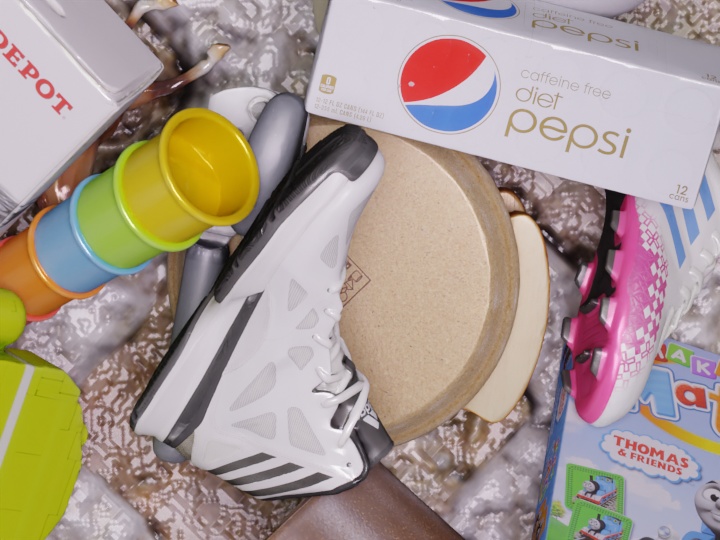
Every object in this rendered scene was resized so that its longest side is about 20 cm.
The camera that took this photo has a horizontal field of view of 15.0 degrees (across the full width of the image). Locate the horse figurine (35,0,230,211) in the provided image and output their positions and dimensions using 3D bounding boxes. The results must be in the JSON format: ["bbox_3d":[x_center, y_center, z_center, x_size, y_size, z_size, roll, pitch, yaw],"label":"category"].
[{"bbox_3d":[-0.166,-0.118,1.418,0.200,0.050,0.133,44,100,-8],"label":"horse figurine"}]

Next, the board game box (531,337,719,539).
[{"bbox_3d":[0.165,0.119,1.388,0.150,0.201,0.037,18,132,-4],"label":"board game box"}]

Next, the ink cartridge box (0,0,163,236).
[{"bbox_3d":[-0.217,-0.081,1.367,0.200,0.084,0.146,-42,94,23],"label":"ink cartridge box"}]

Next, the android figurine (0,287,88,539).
[{"bbox_3d":[-0.213,0.094,1.361,0.041,0.199,0.183,24,99,39],"label":"android figurine"}]

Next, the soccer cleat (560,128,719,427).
[{"bbox_3d":[0.158,-0.009,1.407,0.086,0.070,0.201,17,64,-13],"label":"soccer cleat"}]

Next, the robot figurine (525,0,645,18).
[{"bbox_3d":[0.110,-0.224,1.378,0.149,0.125,0.201,0,122,-14],"label":"robot figurine"}]

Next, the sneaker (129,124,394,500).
[{"bbox_3d":[-0.016,0.029,1.310,0.115,0.076,0.201,33,120,-4],"label":"sneaker"}]

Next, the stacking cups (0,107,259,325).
[{"bbox_3d":[-0.131,-0.019,1.369,0.060,0.200,0.061,17,61,-35],"label":"stacking cups"}]

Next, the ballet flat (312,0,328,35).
[{"bbox_3d":[0.020,-0.207,1.422,0.069,0.069,0.201,20,89,-4],"label":"ballet flat"}]

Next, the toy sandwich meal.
[{"bbox_3d":[0.000,0.000,1.429,0.203,0.070,0.207,1,97,7],"label":"toy sandwich meal"}]

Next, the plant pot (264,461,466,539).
[{"bbox_3d":[0.015,0.212,1.379,0.200,0.200,0.198,-44,85,-2],"label":"plant pot"}]

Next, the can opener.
[{"bbox_3d":[-0.068,0.004,1.373,0.052,0.066,0.201,12,103,4],"label":"can opener"}]

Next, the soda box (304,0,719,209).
[{"bbox_3d":[0.077,-0.094,1.351,0.199,0.064,0.069,14,114,-2],"label":"soda box"}]
